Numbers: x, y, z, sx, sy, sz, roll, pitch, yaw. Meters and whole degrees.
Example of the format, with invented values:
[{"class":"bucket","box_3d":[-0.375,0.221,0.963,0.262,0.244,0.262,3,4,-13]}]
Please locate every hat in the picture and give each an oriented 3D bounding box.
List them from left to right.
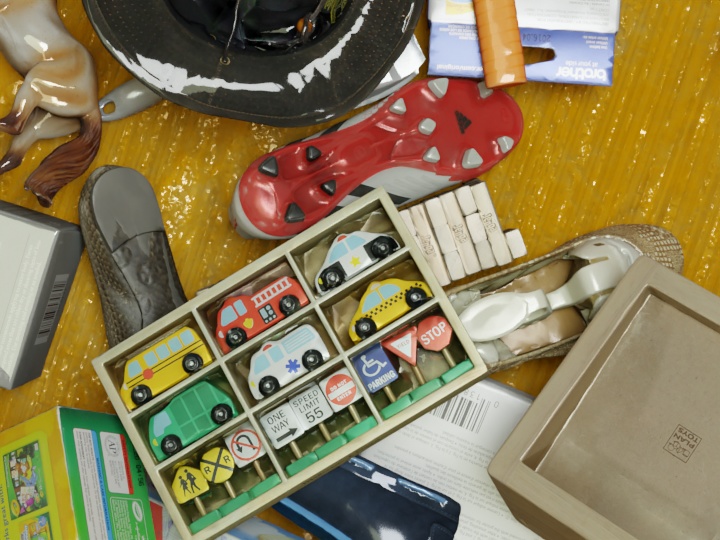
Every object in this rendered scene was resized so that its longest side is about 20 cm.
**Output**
[{"class":"hat","box_3d":[-0.064,-0.176,0.944,0.199,0.081,0.202,-1,93,-10]}]

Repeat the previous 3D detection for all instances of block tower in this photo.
[{"class":"block tower","box_3d":[0.000,0.000,1.010,0.199,0.054,0.058,-20,93,1]}]

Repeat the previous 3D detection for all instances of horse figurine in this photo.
[{"class":"horse figurine","box_3d":[-0.214,-0.132,0.996,0.132,0.050,0.201,-27,85,-27]}]

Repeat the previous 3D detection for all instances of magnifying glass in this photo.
[{"class":"magnifying glass","box_3d":[0.073,-0.209,0.971,0.079,0.022,0.201,-8,89,1]}]

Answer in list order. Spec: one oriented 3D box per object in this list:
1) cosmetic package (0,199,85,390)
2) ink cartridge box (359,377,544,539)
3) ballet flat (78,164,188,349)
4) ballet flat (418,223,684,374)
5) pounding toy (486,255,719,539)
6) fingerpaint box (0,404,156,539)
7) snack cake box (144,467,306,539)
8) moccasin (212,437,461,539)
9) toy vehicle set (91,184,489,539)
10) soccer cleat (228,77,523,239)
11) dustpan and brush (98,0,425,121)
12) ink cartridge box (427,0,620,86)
[{"class":"cosmetic package","box_3d":[-0.284,-0.007,0.998,0.199,0.090,0.107,20,93,2]},{"class":"ink cartridge box","box_3d":[0.084,0.165,1.021,0.199,0.045,0.177,23,92,0]},{"class":"ballet flat","box_3d":[-0.137,0.032,1.021,0.067,0.046,0.201,-20,99,-30]},{"class":"ballet flat","box_3d":[0.117,0.021,0.983,0.199,0.065,0.071,-24,83,-13]},{"class":"pounding toy","box_3d":[0.213,0.105,0.939,0.184,0.142,0.200,32,77,25]},{"class":"fingerpaint box","box_3d":[-0.196,0.203,0.949,0.166,0.073,0.201,-25,67,28]},{"class":"snack cake box","box_3d":[-0.083,0.211,0.984,0.199,0.067,0.116,22,95,20]},{"class":"moccasin","box_3d":[-0.029,0.116,0.980,0.199,0.081,0.068,33,75,10]},{"class":"toy vehicle set","box_3d":[-0.041,0.056,0.935,0.199,0.027,0.125,-31,78,1]},{"class":"soccer cleat","box_3d":[0.008,-0.067,1.002,0.199,0.085,0.069,-23,88,-22]},{"class":"dustpan and brush","box_3d":[-0.077,-0.142,1.010,0.199,0.057,0.140,-25,89,-5]},{"class":"ink cartridge box","box_3d":[0.103,-0.214,1.000,0.119,0.042,0.201,3,87,1]}]
